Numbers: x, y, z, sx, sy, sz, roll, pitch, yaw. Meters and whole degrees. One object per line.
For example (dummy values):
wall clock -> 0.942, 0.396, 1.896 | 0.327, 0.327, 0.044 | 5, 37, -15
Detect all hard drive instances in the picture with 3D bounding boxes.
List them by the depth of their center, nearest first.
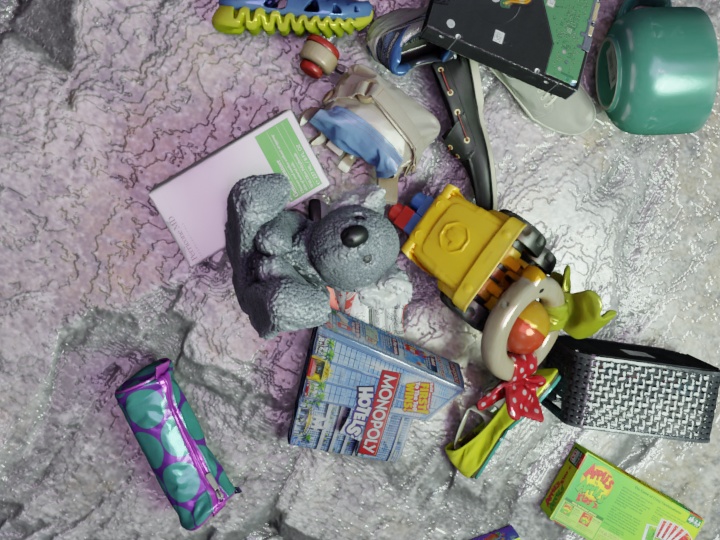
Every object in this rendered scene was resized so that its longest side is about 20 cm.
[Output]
hard drive -> 0.180, -0.304, 1.142 | 0.196, 0.038, 0.142 | 19, 77, -9

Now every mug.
mug -> 0.356, -0.254, 1.209 | 0.112, 0.186, 0.155 | -3, 121, -4

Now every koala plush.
koala plush -> -0.044, -0.019, 1.111 | 0.196, 0.184, 0.180 | -16, 77, -18

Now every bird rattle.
bird rattle -> 0.191, 0.076, 1.138 | 0.200, 0.113, 0.163 | -47, 137, 1

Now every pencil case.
pencil case -> -0.228, 0.214, 1.205 | 0.085, 0.092, 0.203 | -34, 101, -44

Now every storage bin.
storage bin -> 0.345, 0.150, 1.246 | 0.196, 0.135, 0.096 | 7, 96, -8

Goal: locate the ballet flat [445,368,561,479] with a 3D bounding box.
ballet flat -> 0.175, 0.186, 1.243 | 0.067, 0.067, 0.201 | 39, 118, 9

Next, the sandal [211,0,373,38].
sandal -> -0.080, -0.329, 1.173 | 0.195, 0.079, 0.089 | 3, 92, -9

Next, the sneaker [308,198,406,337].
sneaker -> 0.000, 0.000, 1.221 | 0.106, 0.067, 0.206 | -12, 102, -1

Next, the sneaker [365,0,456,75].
sneaker -> 0.109, -0.295, 1.184 | 0.198, 0.086, 0.077 | -29, 135, 3

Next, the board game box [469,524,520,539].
board game box -> 0.135, 0.444, 1.300 | 0.196, 0.045, 0.137 | -18, 98, -5

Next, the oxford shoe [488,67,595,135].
oxford shoe -> 0.228, -0.235, 1.216 | 0.199, 0.058, 0.076 | 36, 88, -26

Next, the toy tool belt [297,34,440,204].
toy tool belt -> -0.011, -0.180, 1.175 | 0.198, 0.125, 0.124 | 34, 83, -9

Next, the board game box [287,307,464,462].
board game box -> 0.022, 0.159, 1.213 | 0.196, 0.062, 0.203 | 11, 116, -7

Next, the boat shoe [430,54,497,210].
boat shoe -> 0.133, -0.170, 1.219 | 0.062, 0.074, 0.206 | -13, 95, 2

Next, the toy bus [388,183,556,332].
toy bus -> 0.128, -0.022, 1.203 | 0.191, 0.200, 0.137 | 36, 91, 26

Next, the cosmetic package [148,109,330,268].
cosmetic package -> -0.148, -0.102, 1.184 | 0.198, 0.085, 0.109 | -32, 102, -4

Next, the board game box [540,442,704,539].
board game box -> 0.355, 0.330, 1.313 | 0.198, 0.048, 0.103 | 30, 92, -10
